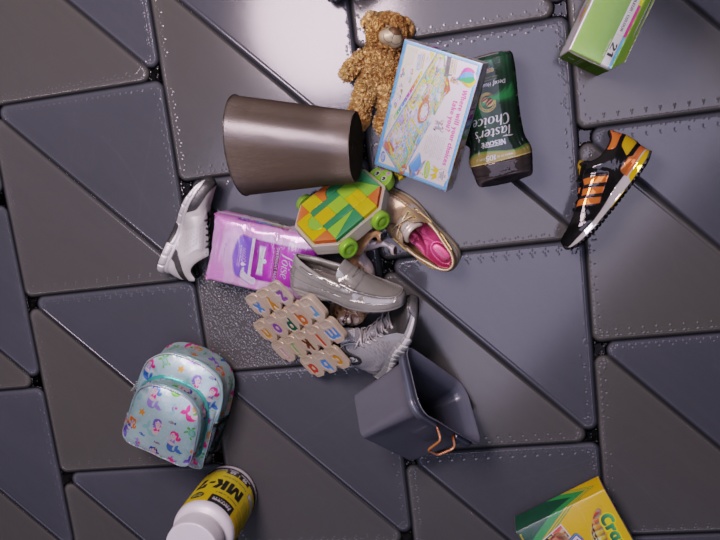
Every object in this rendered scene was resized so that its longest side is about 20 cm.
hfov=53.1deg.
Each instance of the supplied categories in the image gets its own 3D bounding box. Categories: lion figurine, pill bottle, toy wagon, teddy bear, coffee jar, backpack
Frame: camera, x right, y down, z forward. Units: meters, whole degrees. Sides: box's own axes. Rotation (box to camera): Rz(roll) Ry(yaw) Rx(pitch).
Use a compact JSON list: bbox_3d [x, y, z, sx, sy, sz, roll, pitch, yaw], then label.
[{"bbox_3d":[0.000,0.000,1.227,0.121,0.072,0.204,7,106,31],"label":"lion figurine"},{"bbox_3d":[-0.266,0.445,1.294,0.112,0.200,0.116,2,101,8],"label":"pill bottle"},{"bbox_3d":[-0.015,-0.113,1.187,0.199,0.040,0.155,-40,50,-6],"label":"toy wagon"},{"bbox_3d":[0.034,-0.319,1.176,0.144,0.067,0.202,29,104,1],"label":"teddy bear"},{"bbox_3d":[0.212,-0.239,1.153,0.103,0.085,0.203,-13,98,12],"label":"coffee jar"},{"bbox_3d":[-0.324,0.238,1.299,0.175,0.151,0.203,22,98,6],"label":"backpack"}]

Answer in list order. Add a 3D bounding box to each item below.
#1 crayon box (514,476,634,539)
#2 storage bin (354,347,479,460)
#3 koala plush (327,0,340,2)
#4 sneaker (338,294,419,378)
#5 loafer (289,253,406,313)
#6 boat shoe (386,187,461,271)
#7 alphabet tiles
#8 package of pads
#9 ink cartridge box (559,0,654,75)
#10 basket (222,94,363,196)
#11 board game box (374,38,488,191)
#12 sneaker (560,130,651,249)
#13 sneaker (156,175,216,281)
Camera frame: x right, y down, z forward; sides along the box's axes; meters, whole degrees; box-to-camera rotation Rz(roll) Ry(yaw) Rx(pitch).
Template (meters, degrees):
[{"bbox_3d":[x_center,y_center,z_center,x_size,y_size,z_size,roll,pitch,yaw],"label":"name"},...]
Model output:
[{"bbox_3d":[0.395,0.495,1.270,0.171,0.058,0.202,-30,94,13],"label":"crayon box"},{"bbox_3d":[0.090,0.248,1.207,0.133,0.147,0.199,-32,137,23],"label":"storage bin"},{"bbox_3d":[-0.025,-0.557,1.099,0.182,0.177,0.202,-32,94,1],"label":"koala plush"},{"bbox_3d":[0.020,0.107,1.208,0.114,0.076,0.202,16,131,-8],"label":"sneaker"},{"bbox_3d":[-0.022,0.018,1.158,0.197,0.070,0.071,10,121,14],"label":"loafer"},{"bbox_3d":[0.088,-0.071,1.211,0.199,0.069,0.074,38,104,1],"label":"boat shoe"},{"bbox_3d":[-0.106,0.101,1.235,0.196,0.015,0.199,49,141,-12],"label":"alphabet tiles"},{"bbox_3d":[-0.166,-0.024,1.257,0.197,0.076,0.123,13,105,6],"label":"package of pads"},{"bbox_3d":[0.365,-0.375,1.044,0.075,0.200,0.150,25,103,4],"label":"ink cartridge box"},{"bbox_3d":[-0.101,-0.199,1.167,0.196,0.138,0.182,3,142,12],"label":"basket"},{"bbox_3d":[0.108,-0.243,1.133,0.133,0.034,0.203,24,114,20],"label":"board game box"},{"bbox_3d":[0.374,-0.130,1.163,0.090,0.070,0.201,40,104,15],"label":"sneaker"},{"bbox_3d":[-0.288,-0.071,1.275,0.079,0.074,0.202,27,111,0],"label":"sneaker"}]
